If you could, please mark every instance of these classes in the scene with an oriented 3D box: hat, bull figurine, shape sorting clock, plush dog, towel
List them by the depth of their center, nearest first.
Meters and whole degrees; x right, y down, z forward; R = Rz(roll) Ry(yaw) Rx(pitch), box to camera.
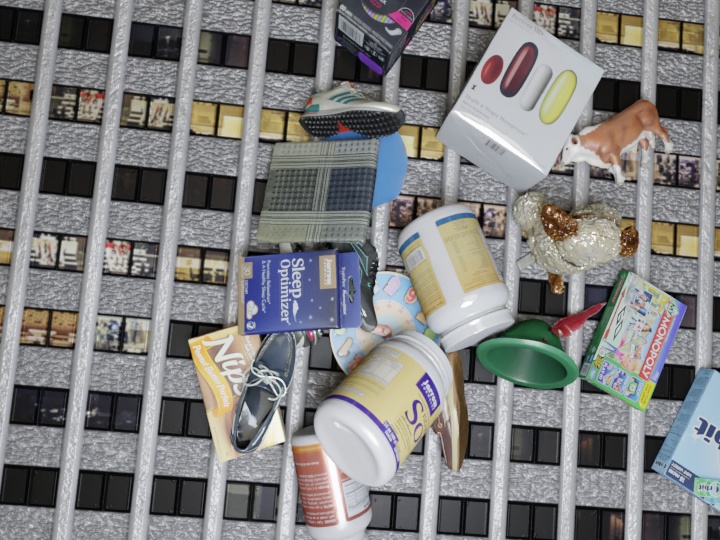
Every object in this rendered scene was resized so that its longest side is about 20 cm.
[{"bbox_3d":[0.357,-0.048,0.985,0.193,0.172,0.166,9,85,-4],"label":"plush dog"},{"bbox_3d":[-0.070,-0.130,0.986,0.194,0.035,0.198,2,68,15],"label":"towel"},{"bbox_3d":[0.300,0.087,1.013,0.200,0.162,0.180,43,54,-38],"label":"hat"},{"bbox_3d":[0.044,0.104,1.017,0.193,0.039,0.207,0,85,-4],"label":"shape sorting clock"},{"bbox_3d":[0.458,-0.225,1.063,0.197,0.065,0.124,-31,92,-4],"label":"bull figurine"}]

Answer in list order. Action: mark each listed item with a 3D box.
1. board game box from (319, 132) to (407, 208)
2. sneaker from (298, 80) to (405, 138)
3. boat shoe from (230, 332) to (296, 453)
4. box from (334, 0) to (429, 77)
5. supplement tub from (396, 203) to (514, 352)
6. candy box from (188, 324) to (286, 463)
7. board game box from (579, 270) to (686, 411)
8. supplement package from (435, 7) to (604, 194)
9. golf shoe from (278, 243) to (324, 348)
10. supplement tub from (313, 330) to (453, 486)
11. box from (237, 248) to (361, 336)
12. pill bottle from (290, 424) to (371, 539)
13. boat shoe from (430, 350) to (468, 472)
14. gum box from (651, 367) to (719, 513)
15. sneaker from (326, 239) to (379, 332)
[{"bbox_3d":[-0.008,-0.165,1.026,0.195,0.039,0.162,-21,70,12],"label":"board game box"},{"bbox_3d":[-0.011,-0.281,1.001,0.195,0.070,0.096,4,67,30],"label":"sneaker"},{"bbox_3d":[-0.153,0.184,0.931,0.073,0.062,0.204,24,79,0],"label":"boat shoe"},{"bbox_3d":[0.056,-0.468,1.033,0.121,0.106,0.202,35,83,-1],"label":"box"},{"bbox_3d":[0.153,0.013,0.963,0.141,0.145,0.205,-19,73,-5],"label":"supplement tub"},{"bbox_3d":[-0.202,0.196,0.983,0.112,0.055,0.206,-15,86,-8],"label":"candy box"},{"bbox_3d":[0.478,0.123,1.043,0.132,0.029,0.204,27,83,-9],"label":"board game box"},{"bbox_3d":[0.264,-0.280,1.012,0.188,0.147,0.203,31,85,-1],"label":"supplement package"},{"bbox_3d":[-0.121,0.030,0.996,0.085,0.077,0.206,-12,85,4],"label":"golf shoe"},{"bbox_3d":[0.039,0.200,0.892,0.146,0.145,0.199,48,52,1],"label":"supplement tub"},{"bbox_3d":[-0.097,0.034,0.932,0.193,0.032,0.125,-5,78,8],"label":"box"},{"bbox_3d":[-0.043,0.354,0.953,0.109,0.112,0.207,-11,86,-5],"label":"pill bottle"},{"bbox_3d":[0.138,0.236,1.003,0.070,0.072,0.207,-3,101,25],"label":"boat shoe"},{"bbox_3d":[0.632,0.305,1.039,0.167,0.045,0.203,32,85,-1],"label":"gum box"},{"bbox_3d":[0.000,0.000,0.987,0.077,0.076,0.205,-16,70,-8],"label":"sneaker"}]
